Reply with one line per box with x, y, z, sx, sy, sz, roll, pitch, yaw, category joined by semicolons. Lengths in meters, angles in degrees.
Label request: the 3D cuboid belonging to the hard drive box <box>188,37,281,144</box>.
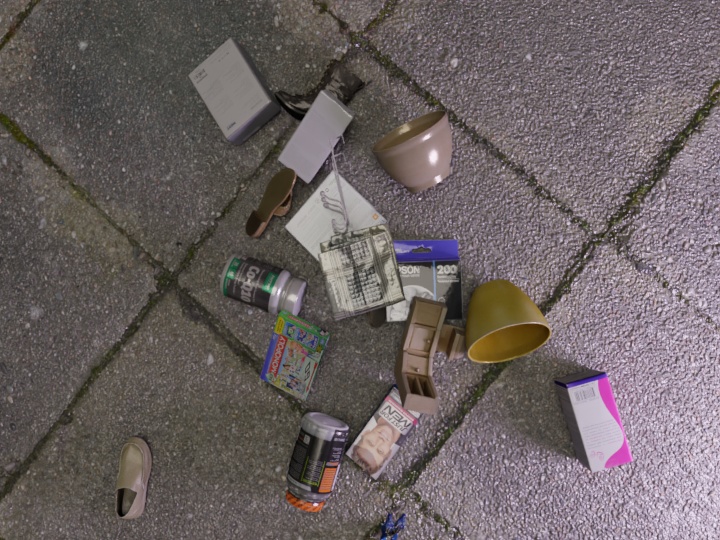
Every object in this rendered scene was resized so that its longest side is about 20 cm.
-0.323;-0.459;1.387;0.154;0.077;0.203;-34;83;13;hard drive box

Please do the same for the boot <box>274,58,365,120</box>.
-0.105;-0.466;1.391;0.197;0.069;0.177;28;88;-4;boot

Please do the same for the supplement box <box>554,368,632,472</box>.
0.542;0.347;1.260;0.098;0.103;0.206;-15;84;3;supplement box

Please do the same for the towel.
0.000;0.000;1.311;0.188;0.035;0.206;-15;82;10;towel

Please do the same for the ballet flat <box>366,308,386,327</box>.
0.032;0.040;1.353;0.046;0.066;0.206;-5;88;48;ballet flat

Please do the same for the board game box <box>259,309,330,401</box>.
-0.163;0.211;1.319;0.132;0.029;0.204;24;118;7;board game box

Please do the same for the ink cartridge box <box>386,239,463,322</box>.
0.156;0.023;1.336;0.192;0.043;0.206;-2;85;-1;ink cartridge box

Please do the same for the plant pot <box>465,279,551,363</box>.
0.328;0.109;1.266;0.194;0.202;0.145;-14;57;4;plant pot

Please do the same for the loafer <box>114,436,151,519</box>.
-0.577;0.529;1.360;0.073;0.068;0.206;-1;86;5;loafer

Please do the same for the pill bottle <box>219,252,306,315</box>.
-0.240;0.040;1.341;0.195;0.113;0.116;19;88;6;pill bottle

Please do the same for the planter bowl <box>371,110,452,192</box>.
0.141;-0.278;1.305;0.197;0.201;0.137;-27;112;3;planter bowl

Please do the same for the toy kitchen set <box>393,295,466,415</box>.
0.185;0.198;1.243;0.159;0.181;0.205;12;106;-7;toy kitchen set

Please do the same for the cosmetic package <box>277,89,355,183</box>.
-0.109;-0.332;1.335;0.101;0.072;0.201;36;110;-8;cosmetic package

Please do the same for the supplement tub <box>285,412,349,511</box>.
-0.108;0.459;1.298;0.119;0.123;0.205;17;88;6;supplement tub

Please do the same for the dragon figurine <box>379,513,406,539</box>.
0.060;0.664;1.281;0.057;0.099;0.205;17;88;6;dragon figurine

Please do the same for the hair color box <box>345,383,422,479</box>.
0.061;0.393;1.319;0.099;0.061;0.202;36;90;7;hair color box

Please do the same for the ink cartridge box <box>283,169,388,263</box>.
-0.061;-0.115;1.372;0.200;0.041;0.200;43;90;6;ink cartridge box

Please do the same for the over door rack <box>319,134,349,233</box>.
-0.063;-0.198;1.285;0.065;0.148;0.206;-3;86;-2;over door rack

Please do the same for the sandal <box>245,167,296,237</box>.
-0.213;-0.169;1.382;0.213;0.069;0.078;-50;57;20;sandal
